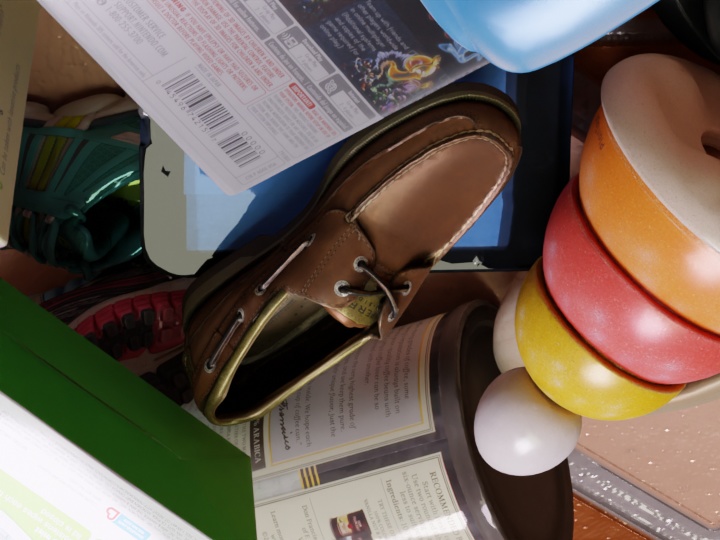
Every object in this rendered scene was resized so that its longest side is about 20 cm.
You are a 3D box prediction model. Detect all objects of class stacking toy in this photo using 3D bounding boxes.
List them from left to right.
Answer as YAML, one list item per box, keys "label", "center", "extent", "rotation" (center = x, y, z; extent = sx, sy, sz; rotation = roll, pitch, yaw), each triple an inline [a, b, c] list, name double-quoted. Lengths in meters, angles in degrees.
- label: "stacking toy"
  center: [0.091, -0.168, 0.971]
  extent: [0.109, 0.200, 0.116]
  rotation: [-28, 100, 34]
- label: "stacking toy"
  center: [0.117, 0.016, 1.142]
  extent: [0.146, 0.147, 0.200]
  rotation: [25, 121, -25]

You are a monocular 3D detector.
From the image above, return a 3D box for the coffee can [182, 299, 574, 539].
- label: "coffee can"
  center: [-0.008, 0.112, 1.327]
  extent: [0.199, 0.147, 0.147]
  rotation: [-17, 137, 22]

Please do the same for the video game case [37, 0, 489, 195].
- label: "video game case"
  center: [-0.034, -0.130, 1.013]
  extent: [0.181, 0.023, 0.200]
  rotation: [-26, 133, 20]

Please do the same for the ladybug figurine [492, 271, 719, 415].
- label: "ladybug figurine"
  center: [0.156, 0.004, 1.249]
  extent: [0.199, 0.072, 0.136]
  rotation: [-23, 133, 27]

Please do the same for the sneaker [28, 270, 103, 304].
- label: "sneaker"
  center: [-0.131, 0.087, 1.272]
  extent: [0.130, 0.201, 0.080]
  rotation: [-26, 155, 11]

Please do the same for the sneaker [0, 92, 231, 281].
- label: "sneaker"
  center: [-0.145, -0.036, 1.210]
  extent: [0.199, 0.080, 0.078]
  rotation: [-12, 138, 17]

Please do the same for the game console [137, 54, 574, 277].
- label: "game console"
  center: [0.003, -0.073, 1.106]
  extent: [0.199, 0.119, 0.171]
  rotation: [-2, 168, -6]

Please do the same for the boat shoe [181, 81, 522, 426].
- label: "boat shoe"
  center: [0.000, 0.000, 1.120]
  extent: [0.072, 0.068, 0.200]
  rotation: [28, 126, -30]

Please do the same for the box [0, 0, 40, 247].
- label: "box"
  center: [-0.229, -0.118, 1.041]
  extent: [0.096, 0.177, 0.200]
  rotation: [-19, 136, 22]

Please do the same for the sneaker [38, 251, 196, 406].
- label: "sneaker"
  center: [-0.078, 0.014, 1.234]
  extent: [0.199, 0.075, 0.081]
  rotation: [-18, 119, -31]

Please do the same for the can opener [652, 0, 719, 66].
- label: "can opener"
  center: [0.214, -0.093, 1.155]
  extent: [0.200, 0.079, 0.064]
  rotation: [32, 93, -35]

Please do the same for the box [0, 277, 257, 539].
- label: "box"
  center: [-0.176, 0.113, 1.133]
  extent: [0.200, 0.097, 0.177]
  rotation: [36, 111, -21]
